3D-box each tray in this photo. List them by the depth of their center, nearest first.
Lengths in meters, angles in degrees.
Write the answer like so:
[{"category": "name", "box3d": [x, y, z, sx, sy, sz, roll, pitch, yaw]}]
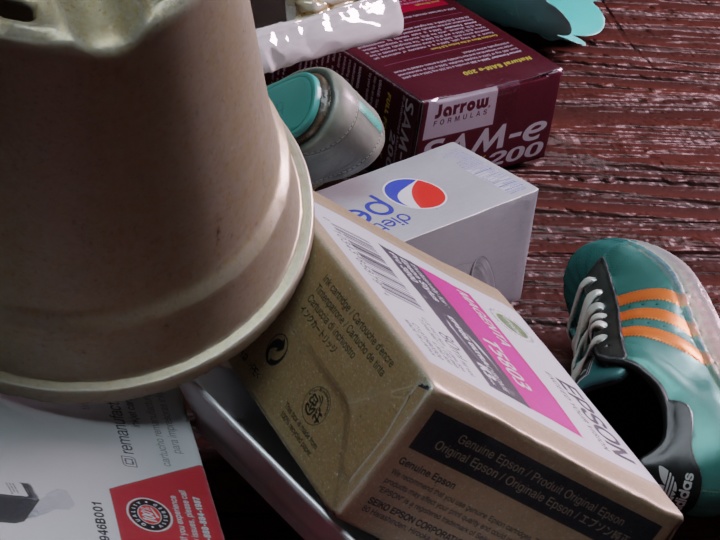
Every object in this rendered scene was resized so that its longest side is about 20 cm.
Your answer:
[{"category": "tray", "box3d": [0.002, 0.113, 1.279, 0.200, 0.022, 0.107, 43, 10, 23]}]

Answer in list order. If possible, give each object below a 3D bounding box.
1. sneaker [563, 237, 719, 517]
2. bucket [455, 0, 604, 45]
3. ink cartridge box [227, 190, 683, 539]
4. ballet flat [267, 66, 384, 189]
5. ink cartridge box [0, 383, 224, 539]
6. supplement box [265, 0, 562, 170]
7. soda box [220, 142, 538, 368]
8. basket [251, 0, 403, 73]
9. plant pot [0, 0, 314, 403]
[{"category": "sneaker", "box3d": [0.130, 0.046, 1.459, 0.080, 0.072, 0.200, 2, 31, -23]}, {"category": "bucket", "box3d": [0.089, -0.247, 1.843, 0.134, 0.208, 0.207, 10, 28, 17]}, {"category": "ink cartridge box", "box3d": [0.028, 0.055, 1.336, 0.164, 0.075, 0.200, 27, 15, -37]}, {"category": "ballet flat", "box3d": [-0.074, -0.049, 1.532, 0.064, 0.199, 0.068, 33, 52, -44]}, {"category": "ink cartridge box", "box3d": [-0.167, 0.105, 1.227, 0.199, 0.084, 0.144, 6, 29, -18]}, {"category": "supplement box", "box3d": [0.008, -0.123, 1.732, 0.108, 0.061, 0.200, -15, 37, -37]}, {"category": "soda box", "box3d": [0.000, 0.000, 1.501, 0.063, 0.069, 0.200, 29, 33, 34]}, {"category": "basket", "box3d": [-0.119, -0.167, 1.589, 0.198, 0.162, 0.199, -19, 10, -42]}, {"category": "plant pot", "box3d": [-0.115, -0.080, 1.234, 0.199, 0.184, 0.201, 1, 51, -2]}]
